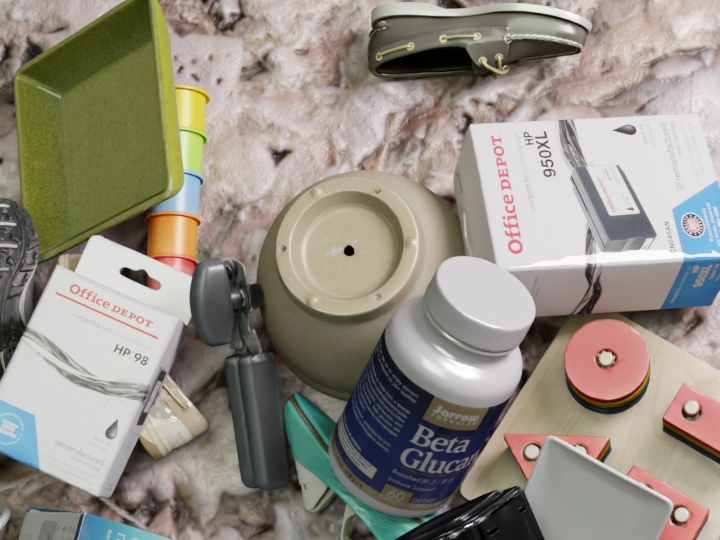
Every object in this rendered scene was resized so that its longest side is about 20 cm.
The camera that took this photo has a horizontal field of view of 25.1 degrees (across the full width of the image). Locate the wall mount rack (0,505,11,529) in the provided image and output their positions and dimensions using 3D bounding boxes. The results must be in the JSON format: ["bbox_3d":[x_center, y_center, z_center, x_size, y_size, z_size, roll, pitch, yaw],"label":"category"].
[{"bbox_3d":[-0.344,0.287,1.313,0.200,0.174,0.075,-39,105,-3],"label":"wall mount rack"}]

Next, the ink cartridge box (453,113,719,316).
[{"bbox_3d":[0.188,-0.045,1.324,0.200,0.084,0.145,-4,60,-9],"label":"ink cartridge box"}]

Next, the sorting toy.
[{"bbox_3d":[0.211,0.144,1.306,0.199,0.070,0.200,31,80,18],"label":"sorting toy"}]

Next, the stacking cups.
[{"bbox_3d":[-0.163,-0.064,1.451,0.060,0.061,0.200,-5,75,9],"label":"stacking cups"}]

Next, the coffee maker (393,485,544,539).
[{"bbox_3d":[0.118,0.268,1.213,0.192,0.135,0.200,-26,88,10],"label":"coffee maker"}]

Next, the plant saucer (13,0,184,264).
[{"bbox_3d":[-0.227,-0.121,1.448,0.200,0.048,0.200,-23,66,37],"label":"plant saucer"}]

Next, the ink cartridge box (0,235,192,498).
[{"bbox_3d":[-0.221,0.074,1.339,0.116,0.067,0.200,23,82,5],"label":"ink cartridge box"}]

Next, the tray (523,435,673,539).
[{"bbox_3d":[0.163,0.224,1.256,0.107,0.022,0.200,28,123,16],"label":"tray"}]

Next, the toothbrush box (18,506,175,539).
[{"bbox_3d":[-0.177,0.280,1.262,0.085,0.200,0.146,-3,67,46],"label":"toothbrush box"}]

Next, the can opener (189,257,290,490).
[{"bbox_3d":[-0.102,0.087,1.357,0.066,0.053,0.200,-13,94,-27],"label":"can opener"}]

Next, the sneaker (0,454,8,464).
[{"bbox_3d":[-0.389,0.104,1.429,0.076,0.070,0.200,-38,69,-2],"label":"sneaker"}]

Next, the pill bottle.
[{"bbox_3d":[0.058,0.089,1.261,0.111,0.111,0.200,39,127,19],"label":"pill bottle"}]

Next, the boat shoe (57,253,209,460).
[{"bbox_3d":[-0.199,0.065,1.408,0.065,0.072,0.200,-29,76,-4],"label":"boat shoe"}]

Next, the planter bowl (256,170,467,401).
[{"bbox_3d":[0.000,0.000,1.357,0.200,0.135,0.200,-3,73,10],"label":"planter bowl"}]

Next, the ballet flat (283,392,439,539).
[{"bbox_3d":[-0.007,0.186,1.337,0.200,0.067,0.070,40,97,21],"label":"ballet flat"}]

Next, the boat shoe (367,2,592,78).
[{"bbox_3d":[0.104,-0.200,1.437,0.202,0.072,0.060,3,75,18],"label":"boat shoe"}]

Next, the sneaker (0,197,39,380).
[{"bbox_3d":[-0.322,0.033,1.432,0.074,0.079,0.200,-1,75,-16],"label":"sneaker"}]
